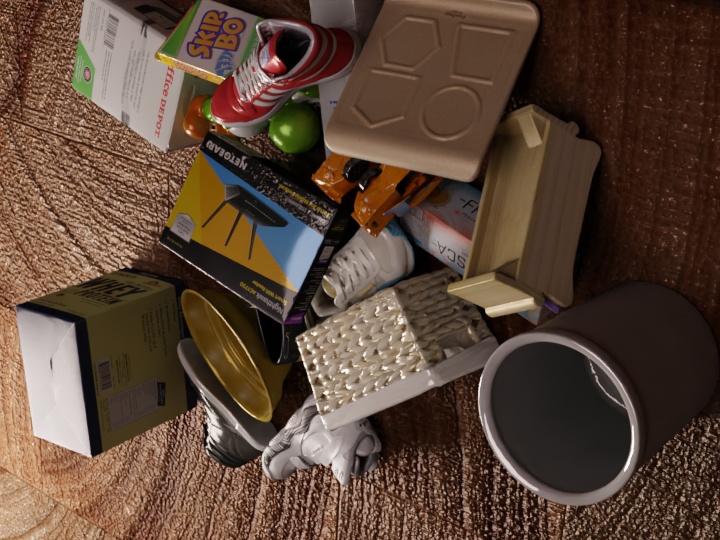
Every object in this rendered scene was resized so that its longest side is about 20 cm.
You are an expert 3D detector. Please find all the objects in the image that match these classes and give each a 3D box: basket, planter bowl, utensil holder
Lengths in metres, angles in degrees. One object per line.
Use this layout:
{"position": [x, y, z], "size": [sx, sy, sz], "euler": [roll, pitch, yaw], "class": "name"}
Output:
{"position": [0.039, 0.089, 1.360], "size": [0.200, 0.135, 0.124], "euler": [-28, 83, 43], "class": "basket"}
{"position": [-0.144, 0.091, 1.528], "size": [0.200, 0.083, 0.201], "euler": [45, 155, 28], "class": "planter bowl"}
{"position": [0.239, 0.111, 1.148], "size": [0.169, 0.200, 0.171], "euler": [16, 116, 36], "class": "utensil holder"}

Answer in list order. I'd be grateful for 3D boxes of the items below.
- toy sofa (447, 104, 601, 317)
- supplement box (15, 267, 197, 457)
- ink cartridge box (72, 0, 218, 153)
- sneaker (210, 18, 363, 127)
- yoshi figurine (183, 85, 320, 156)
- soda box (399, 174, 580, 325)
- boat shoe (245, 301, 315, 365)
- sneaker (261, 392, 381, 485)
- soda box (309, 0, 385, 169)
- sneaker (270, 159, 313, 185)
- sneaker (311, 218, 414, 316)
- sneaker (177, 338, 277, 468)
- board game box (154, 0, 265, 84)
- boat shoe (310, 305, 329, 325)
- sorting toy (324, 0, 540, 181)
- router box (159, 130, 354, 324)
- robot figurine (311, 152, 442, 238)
{"position": [0.166, -0.055, 1.178], "size": [0.083, 0.097, 0.201], "euler": [-16, 55, 57], "class": "toy sofa"}
{"position": [-0.355, 0.124, 1.661], "size": [0.134, 0.199, 0.201], "euler": [11, 112, 37], "class": "supplement box"}
{"position": [-0.276, -0.266, 1.534], "size": [0.200, 0.084, 0.147], "euler": [35, 124, 26], "class": "ink cartridge box"}
{"position": [-0.105, -0.215, 1.271], "size": [0.199, 0.112, 0.072], "euler": [-23, 82, 27], "class": "sneaker"}
{"position": [-0.120, -0.178, 1.426], "size": [0.199, 0.112, 0.112], "euler": [-10, 114, 40], "class": "yoshi figurine"}
{"position": [0.136, -0.030, 1.267], "size": [0.200, 0.068, 0.064], "euler": [36, 148, 26], "class": "soda box"}
{"position": [-0.109, 0.023, 1.421], "size": [0.074, 0.062, 0.201], "euler": [1, 111, 56], "class": "boat shoe"}
{"position": [-0.049, 0.239, 1.525], "size": [0.115, 0.075, 0.200], "euler": [51, 127, 18], "class": "sneaker"}
{"position": [-0.005, -0.215, 1.334], "size": [0.068, 0.063, 0.201], "euler": [7, 109, 38], "class": "soda box"}
{"position": [-0.129, -0.098, 1.467], "size": [0.199, 0.079, 0.076], "euler": [12, 83, 46], "class": "sneaker"}
{"position": [0.000, 0.000, 1.358], "size": [0.077, 0.081, 0.200], "euler": [56, 152, 12], "class": "sneaker"}
{"position": [-0.208, 0.194, 1.648], "size": [0.200, 0.071, 0.099], "euler": [50, 126, 10], "class": "sneaker"}
{"position": [-0.150, -0.264, 1.396], "size": [0.199, 0.096, 0.030], "euler": [23, 158, 27], "class": "board game box"}
{"position": [-0.068, 0.033, 1.475], "size": [0.074, 0.065, 0.203], "euler": [9, 112, 39], "class": "boat shoe"}
{"position": [0.075, -0.197, 1.223], "size": [0.184, 0.036, 0.201], "euler": [15, 76, 29], "class": "sorting toy"}
{"position": [-0.122, -0.051, 1.359], "size": [0.199, 0.051, 0.150], "euler": [31, 103, 24], "class": "router box"}
{"position": [0.049, -0.139, 1.261], "size": [0.200, 0.058, 0.145], "euler": [-46, 57, -1], "class": "robot figurine"}
